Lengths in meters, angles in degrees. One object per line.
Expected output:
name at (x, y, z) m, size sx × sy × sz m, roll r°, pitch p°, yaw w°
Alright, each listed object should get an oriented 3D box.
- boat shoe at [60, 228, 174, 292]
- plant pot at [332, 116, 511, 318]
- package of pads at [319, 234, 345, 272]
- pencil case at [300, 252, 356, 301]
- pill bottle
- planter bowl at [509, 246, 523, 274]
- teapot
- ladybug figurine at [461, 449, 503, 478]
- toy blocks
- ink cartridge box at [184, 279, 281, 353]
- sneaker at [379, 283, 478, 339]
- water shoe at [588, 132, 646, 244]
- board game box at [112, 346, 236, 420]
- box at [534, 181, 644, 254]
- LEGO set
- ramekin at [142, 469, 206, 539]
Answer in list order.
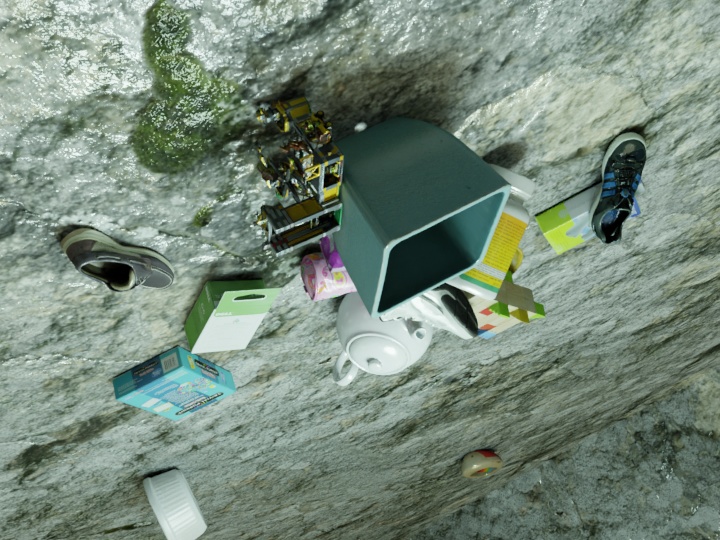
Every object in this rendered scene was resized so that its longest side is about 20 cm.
boat shoe at (-0.347, 0.000, 1.173) m, size 0.072 × 0.065 × 0.200 m, roll -31°, pitch 151°, yaw 16°
plant pot at (0.053, -0.093, 1.109) m, size 0.196 × 0.200 × 0.196 m, roll -26°, pitch 154°, yaw -19°
package of pads at (0.042, -0.066, 1.298) m, size 0.200 × 0.076 × 0.121 m, roll -8°, pitch 147°, yaw -22°
pencil case at (0.000, 0.000, 1.375) m, size 0.200 × 0.088 × 0.087 m, roll -9°, pitch 150°, yaw -23°
pill bottle at (0.202, -0.063, 1.289) m, size 0.113 × 0.113 × 0.200 m, roll 18°, pitch 96°, yaw -49°
planter bowl at (0.185, -0.024, 1.454) m, size 0.200 × 0.084 × 0.200 m, roll -16°, pitch 153°, yaw -9°
teapot at (0.036, 0.127, 1.494) m, size 0.197 × 0.146 × 0.200 m, roll 5°, pitch 138°, yaw 13°
ladybug figurine at (0.429, 0.685, 2.859) m, size 0.136 × 0.072 × 0.200 m, roll -35°, pitch 148°, yaw 25°
toy blocks at (0.215, 0.067, 1.461) m, size 0.200 × 0.100 × 0.137 m, roll 18°, pitch 144°, yaw -35°
ink cartridge box at (-0.221, 0.065, 1.373) m, size 0.104 × 0.059 × 0.200 m, roll -2°, pitch 146°, yaw -31°
sneaker at (0.103, 0.062, 1.359) m, size 0.115 × 0.076 × 0.200 m, roll -33°, pitch 117°, yaw 32°
water shoe at (0.451, -0.137, 1.379) m, size 0.071 × 0.079 × 0.200 m, roll 0°, pitch 127°, yaw -6°
board game box at (-0.361, 0.226, 1.577) m, size 0.151 × 0.047 × 0.200 m, roll -26°, pitch 151°, yaw 11°
box at (0.438, -0.110, 1.505) m, size 0.200 × 0.048 × 0.122 m, roll -28°, pitch 151°, yaw 16°
LEGO set at (-0.101, -0.116, 1.036) m, size 0.116 × 0.154 × 0.200 m, roll -25°, pitch 159°, yaw -21°
ramekin at (-0.459, 0.591, 2.009) m, size 0.094 × 0.202 × 0.202 m, roll -26°, pitch 154°, yaw -15°
